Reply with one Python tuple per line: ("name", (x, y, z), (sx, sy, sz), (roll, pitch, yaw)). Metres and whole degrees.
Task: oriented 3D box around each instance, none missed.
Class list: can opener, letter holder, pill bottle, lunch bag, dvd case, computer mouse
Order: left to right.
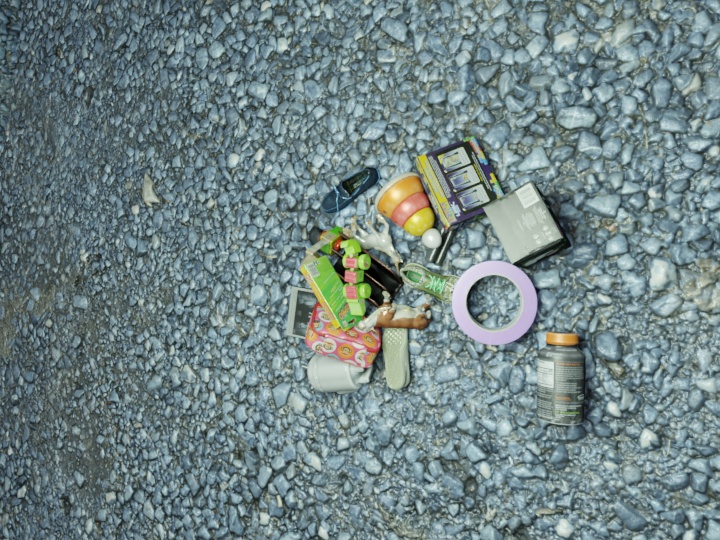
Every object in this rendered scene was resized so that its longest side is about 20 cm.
("dvd case", (-0.125, 0.134, 1.587), (0.199, 0.025, 0.152), (8, 92, 28))
("computer mouse", (-0.089, -0.050, 1.572), (0.059, 0.034, 0.200), (-48, 69, 16))
("lunch bag", (-0.044, 0.165, 1.451), (0.199, 0.177, 0.082), (20, 116, -8))
("letter holder", (0.000, 0.000, 1.447), (0.200, 0.142, 0.101), (37, 85, 22))
("can opener", (0.218, -0.115, 1.418), (0.067, 0.053, 0.201), (36, 106, 57))
("pill bottle", (0.460, 0.242, 1.235), (0.105, 0.106, 0.202), (2, 88, 27))

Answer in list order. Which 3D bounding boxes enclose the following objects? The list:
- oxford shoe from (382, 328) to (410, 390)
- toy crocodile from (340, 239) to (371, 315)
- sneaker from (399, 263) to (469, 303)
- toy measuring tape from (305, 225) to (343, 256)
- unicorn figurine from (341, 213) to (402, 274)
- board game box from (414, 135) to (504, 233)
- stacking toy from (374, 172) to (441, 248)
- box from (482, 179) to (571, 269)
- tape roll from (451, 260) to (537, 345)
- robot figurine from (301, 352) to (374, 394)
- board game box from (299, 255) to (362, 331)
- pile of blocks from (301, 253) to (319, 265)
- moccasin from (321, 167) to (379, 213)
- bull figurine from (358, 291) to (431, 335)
("oxford shoe", (0.101, 0.222, 1.452), (0.075, 0.058, 0.202), (-13, 67, 32))
("toy crocodile", (-0.016, 0.019, 1.376), (0.067, 0.062, 0.202), (5, 104, 32))
("sneaker", (0.183, 0.035, 1.397), (0.199, 0.088, 0.078), (17, 95, 26))
("toy measuring tape", (-0.099, -0.064, 1.497), (0.073, 0.200, 0.074), (12, 119, 22))
("unicorn figurine", (0.042, -0.084, 1.472), (0.074, 0.138, 0.199), (-39, 30, -21))
("board game box", (0.250, -0.217, 1.355), (0.164, 0.057, 0.201), (-21, 76, -6))
("stacking toy", (0.142, -0.139, 1.389), (0.146, 0.146, 0.201), (-42, 67, 19))
("box", (0.386, -0.099, 1.237), (0.124, 0.200, 0.149), (-29, 75, 21))
("tape roll", (0.324, 0.077, 1.310), (0.198, 0.066, 0.202), (0, 91, 13))
("robot figurine", (-0.064, 0.279, 1.498), (0.198, 0.113, 0.171), (-10, 117, 25))
("board game box", (-0.074, 0.062, 1.409), (0.030, 0.095, 0.201), (-37, 83, 37))
("pile of blocks", (-0.108, 0.023, 1.555), (0.062, 0.082, 0.200), (-49, 53, 17))
("moccasin", (-0.040, -0.238, 1.537), (0.200, 0.068, 0.081), (-37, 72, 21))
("bull figurine", (0.093, 0.113, 1.395), (0.122, 0.198, 0.066), (108, 157, -49))
